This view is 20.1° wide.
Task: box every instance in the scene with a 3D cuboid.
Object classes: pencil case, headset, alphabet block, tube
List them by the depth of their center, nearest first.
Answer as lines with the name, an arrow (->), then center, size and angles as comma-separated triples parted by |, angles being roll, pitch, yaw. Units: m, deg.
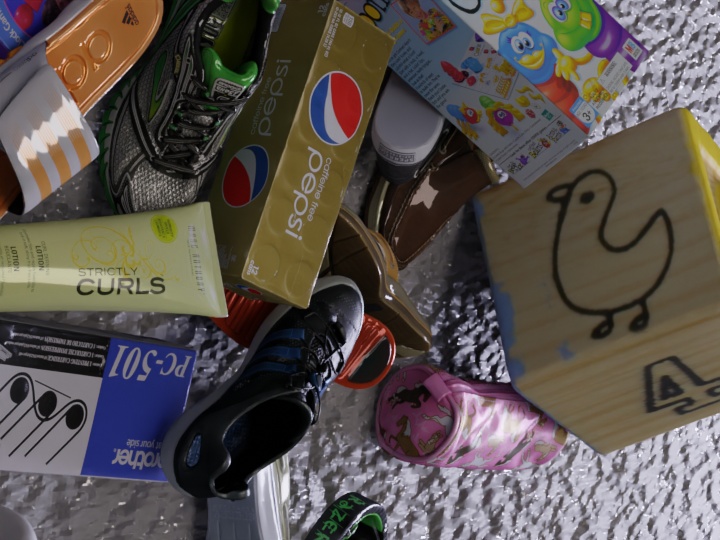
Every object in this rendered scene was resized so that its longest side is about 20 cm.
tube -> -0.173, -0.005, 1.264 | 0.199, 0.052, 0.058 | -2, 118, -36
headset -> -0.012, 0.265, 1.564 | 0.124, 0.093, 0.201 | -45, 151, -43
pencil case -> 0.095, 0.124, 1.690 | 0.199, 0.082, 0.087 | 8, 93, -54
alphabet block -> 0.235, 0.014, 1.697 | 0.196, 0.199, 0.197 | 34, 38, -53

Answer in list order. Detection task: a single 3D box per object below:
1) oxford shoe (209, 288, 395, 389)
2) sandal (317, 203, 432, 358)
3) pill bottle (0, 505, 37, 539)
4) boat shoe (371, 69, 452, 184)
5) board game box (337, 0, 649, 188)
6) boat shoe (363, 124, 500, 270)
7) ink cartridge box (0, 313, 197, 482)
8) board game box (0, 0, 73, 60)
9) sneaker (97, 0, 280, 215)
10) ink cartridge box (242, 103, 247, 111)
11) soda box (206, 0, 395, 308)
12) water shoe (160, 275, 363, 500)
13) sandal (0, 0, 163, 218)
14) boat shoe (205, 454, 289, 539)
oxford shoe -> -0.066, 0.023, 1.466 | 0.200, 0.072, 0.071 | 36, 88, -34
sandal -> 0.000, 0.000, 1.538 | 0.200, 0.080, 0.054 | 51, 43, -48
pill bottle -> -0.230, 0.254, 1.248 | 0.114, 0.113, 0.201 | -40, 129, -41
boat shoe -> 0.059, -0.151, 1.588 | 0.066, 0.069, 0.201 | 98, 10, -58
board game box -> 0.096, -0.178, 1.507 | 0.200, 0.105, 0.103 | 42, 58, -7
boat shoe -> 0.073, -0.085, 1.610 | 0.203, 0.074, 0.075 | -62, 141, -22
ink cartridge box -> -0.193, 0.082, 1.313 | 0.199, 0.044, 0.095 | 14, 89, -55
board game box -> -0.215, -0.214, 1.205 | 0.135, 0.045, 0.200 | -61, 140, -24
sneaker -> -0.111, -0.114, 1.312 | 0.077, 0.085, 0.201 | 14, 103, -27
ink cartridge box -> -0.065, -0.223, 1.414 | 0.173, 0.043, 0.202 | -25, 119, -47
soda box -> -0.047, -0.080, 1.380 | 0.068, 0.064, 0.202 | 27, 78, -42
water shoe -> -0.048, 0.086, 1.388 | 0.200, 0.079, 0.072 | -48, 126, -25
sandal -> -0.175, -0.102, 1.201 | 0.207, 0.059, 0.079 | -52, 137, -22
boat shoe -> -0.076, 0.188, 1.482 | 0.062, 0.071, 0.202 | -19, 113, -56
